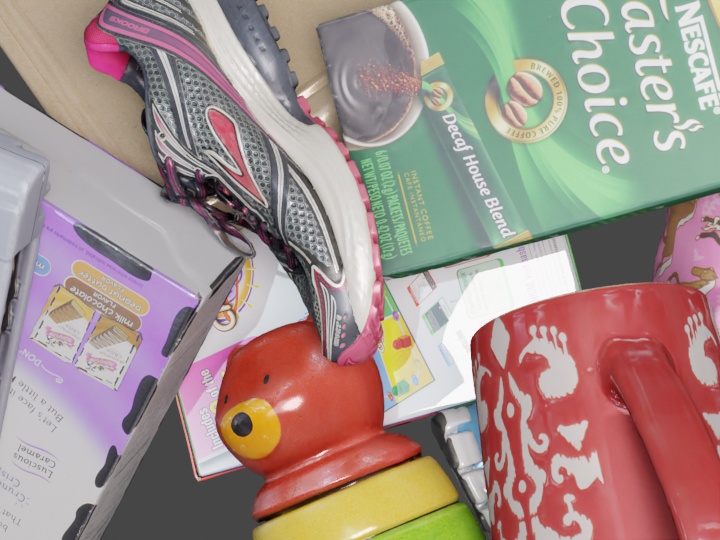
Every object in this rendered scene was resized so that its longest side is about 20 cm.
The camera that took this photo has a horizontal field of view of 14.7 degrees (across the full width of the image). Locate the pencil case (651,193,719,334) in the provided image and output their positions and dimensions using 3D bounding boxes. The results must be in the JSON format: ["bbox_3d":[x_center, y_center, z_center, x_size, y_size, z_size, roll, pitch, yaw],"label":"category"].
[{"bbox_3d":[0.181,-0.055,1.284,0.082,0.086,0.201,10,91,25],"label":"pencil case"}]

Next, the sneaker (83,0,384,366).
[{"bbox_3d":[-0.050,-0.042,1.228,0.074,0.081,0.201,-26,71,-14],"label":"sneaker"}]

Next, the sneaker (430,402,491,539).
[{"bbox_3d":[0.113,0.139,1.281,0.086,0.075,0.201,-26,97,-3],"label":"sneaker"}]

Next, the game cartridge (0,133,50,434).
[{"bbox_3d":[-0.214,0.019,1.227,0.133,0.040,0.201,22,117,15],"label":"game cartridge"}]

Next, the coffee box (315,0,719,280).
[{"bbox_3d":[0.089,-0.078,1.238,0.199,0.044,0.124,-14,85,12],"label":"coffee box"}]

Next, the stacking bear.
[{"bbox_3d":[-0.004,0.119,1.250,0.121,0.113,0.201,-26,84,43],"label":"stacking bear"}]

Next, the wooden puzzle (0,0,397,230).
[{"bbox_3d":[-0.071,-0.125,1.318,0.185,0.037,0.200,-35,75,-4],"label":"wooden puzzle"}]

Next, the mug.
[{"bbox_3d":[0.128,0.109,1.175,0.133,0.177,0.201,4,68,-37],"label":"mug"}]

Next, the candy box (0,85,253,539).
[{"bbox_3d":[-0.169,0.033,1.277,0.167,0.072,0.201,32,119,5],"label":"candy box"}]

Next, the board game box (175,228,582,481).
[{"bbox_3d":[0.000,0.000,1.321,0.199,0.040,0.154,-15,86,4],"label":"board game box"}]
